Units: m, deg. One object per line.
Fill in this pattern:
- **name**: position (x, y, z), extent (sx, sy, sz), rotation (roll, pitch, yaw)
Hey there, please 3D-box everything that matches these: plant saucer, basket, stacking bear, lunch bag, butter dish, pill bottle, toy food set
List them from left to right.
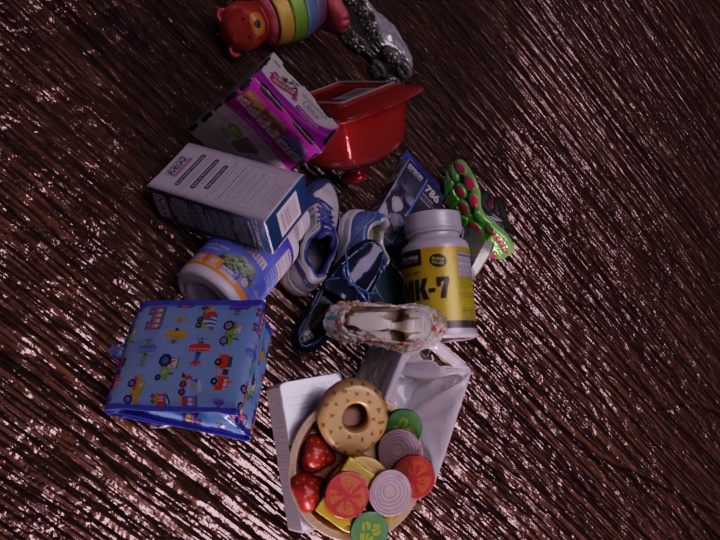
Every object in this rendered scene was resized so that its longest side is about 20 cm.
- **lunch bag**: position (-0.223, 0.115, 1.018), extent (0.196, 0.095, 0.153), rotation (6, 59, 7)
- **pill bottle**: position (-0.155, -0.024, 1.140), extent (0.112, 0.111, 0.201), rotation (48, 53, -16)
- **stacking bear**: position (-0.132, -0.403, 1.273), extent (0.198, 0.113, 0.123), rotation (-32, 121, -29)
- **butter dish**: position (-0.018, -0.210, 1.283), extent (0.199, 0.197, 0.151), rotation (-30, 119, -40)
- **toy food set**: position (0.001, 0.263, 1.089), extent (0.197, 0.049, 0.202), rotation (36, 78, -8)
- **plant saucer**: position (0.062, 0.060, 1.350), extent (0.070, 0.019, 0.202), rotation (-39, 101, -39)
- **basket**: position (0.061, 0.207, 1.237), extent (0.135, 0.123, 0.202), rotation (39, 58, -23)
- **pill bottle**: position (0.124, 0.012, 1.308), extent (0.113, 0.113, 0.205), rotation (3, 78, -37)

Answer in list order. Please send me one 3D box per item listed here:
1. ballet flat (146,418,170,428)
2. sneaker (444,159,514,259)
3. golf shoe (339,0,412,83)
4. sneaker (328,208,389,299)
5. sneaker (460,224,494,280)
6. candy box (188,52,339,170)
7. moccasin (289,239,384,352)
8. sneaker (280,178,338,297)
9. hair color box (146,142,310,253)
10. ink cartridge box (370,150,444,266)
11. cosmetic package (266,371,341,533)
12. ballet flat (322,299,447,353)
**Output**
- **ballet flat**: position (-0.196, 0.154, 1.085), extent (0.200, 0.072, 0.073), rotation (-43, 104, -29)
- **sneaker**: position (0.220, -0.115, 1.501), extent (0.202, 0.076, 0.084), rotation (58, 34, -14)
- **golf shoe**: position (0.023, -0.421, 1.437), extent (0.201, 0.077, 0.098), rotation (52, 35, -21)
- **sneaker**: position (0.000, 0.000, 1.266), extent (0.075, 0.076, 0.205), rotation (17, 74, -55)
- **sneaker**: position (0.154, 0.000, 1.417), extent (0.089, 0.067, 0.202), rotation (37, 60, -7)
- **candy box**: position (-0.140, -0.201, 1.146), extent (0.136, 0.199, 0.061), rotation (46, 55, -20)
- **moccasin**: position (-0.026, 0.043, 1.201), extent (0.080, 0.068, 0.202), rotation (34, 84, -6)
- **sneaker**: position (-0.058, -0.057, 1.243), extent (0.074, 0.088, 0.204), rotation (24, 62, -28)
- **hair color box**: position (-0.177, -0.100, 1.095), extent (0.101, 0.197, 0.061), rotation (-54, 150, -34)
- **ink cartridge box**: position (0.082, -0.115, 1.404), extent (0.099, 0.039, 0.202), rotation (42, 54, -20)
- **cosmetic package**: position (-0.064, 0.254, 1.146), extent (0.100, 0.074, 0.204), rotation (-8, 80, -24)
- **ballet flat**: position (0.044, 0.080, 1.160), extent (0.196, 0.064, 0.077), rotation (1, 84, -20)
